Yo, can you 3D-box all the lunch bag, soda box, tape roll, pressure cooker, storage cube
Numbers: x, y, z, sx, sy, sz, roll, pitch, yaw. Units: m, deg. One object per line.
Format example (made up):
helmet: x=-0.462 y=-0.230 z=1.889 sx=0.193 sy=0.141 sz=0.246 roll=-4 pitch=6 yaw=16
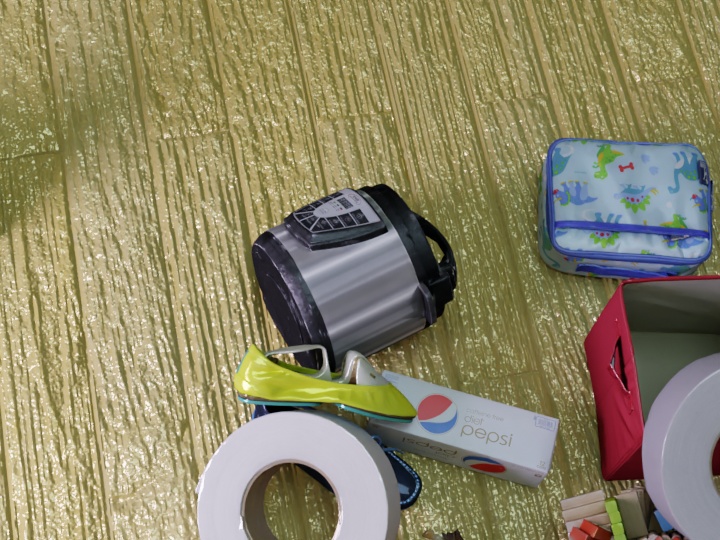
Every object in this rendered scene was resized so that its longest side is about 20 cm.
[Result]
lunch bag: x=0.309 y=-0.069 z=1.612 sx=0.199 sy=0.083 sz=0.161 roll=5 pitch=69 yaw=-2
soda box: x=0.109 y=0.172 z=1.494 sx=0.199 sy=0.068 sz=0.064 roll=16 pitch=66 yaw=2
tape roll: x=0.376 y=0.179 z=1.336 sx=0.199 sy=0.066 sz=0.201 roll=0 pitch=93 yaw=-7
tape roll: x=-0.063 y=0.242 z=1.406 sx=0.201 sy=0.071 sz=0.203 roll=-1 pitch=86 yaw=13
pressure cooker: x=0.000 y=0.002 z=1.503 sx=0.199 sy=0.179 sz=0.176 roll=-24 pitch=83 yaw=-14
storage cube: x=0.349 y=0.117 z=1.480 sx=0.199 sy=0.180 sz=0.172 roll=-3 pitch=67 yaw=-6

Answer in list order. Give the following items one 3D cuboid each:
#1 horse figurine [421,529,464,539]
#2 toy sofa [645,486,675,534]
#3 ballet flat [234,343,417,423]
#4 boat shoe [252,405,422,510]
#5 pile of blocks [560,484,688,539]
horse figurine: x=0.066 y=0.355 z=1.412 sx=0.200 sy=0.050 sz=0.133 roll=-43 pitch=97 yaw=-28
toy sofa: x=0.370 y=0.309 z=1.461 sx=0.200 sy=0.098 sz=0.083 roll=36 pitch=93 yaw=10
ballet flat: x=-0.029 y=0.111 z=1.409 sx=0.199 sy=0.067 sz=0.067 roll=10 pitch=94 yaw=-18
boat shoe: x=-0.028 y=0.197 z=1.470 sx=0.199 sy=0.069 sz=0.084 roll=22 pitch=66 yaw=4
pile of blocks: x=0.299 y=0.264 z=1.397 sx=0.199 sy=0.062 sz=0.082 roll=9 pitch=87 yaw=11
